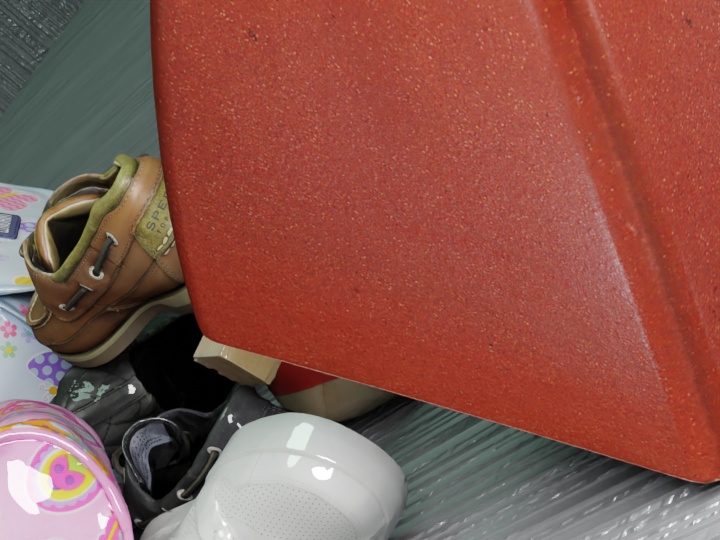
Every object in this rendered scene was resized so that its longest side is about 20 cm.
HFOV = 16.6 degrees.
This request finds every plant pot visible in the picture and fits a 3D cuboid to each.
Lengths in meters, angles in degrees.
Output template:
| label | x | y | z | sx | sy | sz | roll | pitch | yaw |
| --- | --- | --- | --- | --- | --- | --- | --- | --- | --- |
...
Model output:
| label | x | y | z | sx | sy | sz | roll | pitch | yaw |
| --- | --- | --- | --- | --- | --- | --- | --- | --- | --- |
| plant pot | 0.047 | -0.087 | 0.745 | 0.199 | 0.177 | 0.200 | 14 | 57 | 31 |

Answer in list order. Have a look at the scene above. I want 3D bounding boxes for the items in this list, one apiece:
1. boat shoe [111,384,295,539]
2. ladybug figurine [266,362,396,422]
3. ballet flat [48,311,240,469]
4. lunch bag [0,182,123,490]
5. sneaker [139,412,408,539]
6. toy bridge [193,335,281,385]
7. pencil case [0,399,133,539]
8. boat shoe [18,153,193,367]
| label | x | y | z | sx | sy | sz | roll | pitch | yaw |
| --- | --- | --- | --- | --- | --- | --- | --- | --- | --- |
| boat shoe | -0.077 | 0.091 | 1.099 | 0.070 | 0.066 | 0.200 | -55 | 13 | -22 |
| ladybug figurine | 0.000 | 0.000 | 1.080 | 0.136 | 0.072 | 0.200 | -53 | 14 | -10 |
| ballet flat | -0.087 | 0.052 | 1.201 | 0.057 | 0.067 | 0.200 | -25 | 4 | 23 |
| lunch bag | -0.184 | 0.036 | 1.312 | 0.127 | 0.200 | 0.170 | -47 | 13 | 14 |
| sneaker | -0.054 | 0.133 | 0.924 | 0.116 | 0.073 | 0.200 | -63 | 9 | -32 |
| toy bridge | -0.022 | -0.048 | 1.030 | 0.067 | 0.027 | 0.201 | -8 | 57 | 65 |
| pencil case | -0.139 | 0.099 | 1.013 | 0.088 | 0.087 | 0.200 | -51 | 7 | -3 |
| boat shoe | -0.110 | -0.012 | 1.064 | 0.200 | 0.068 | 0.072 | -29 | 39 | 58 |
